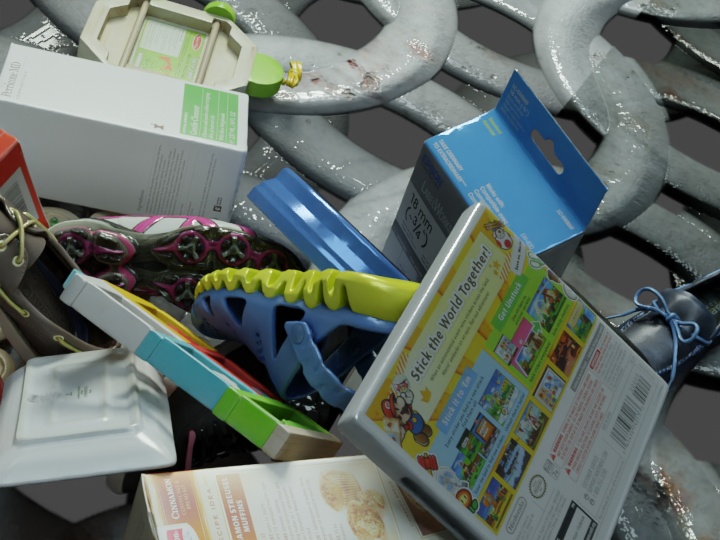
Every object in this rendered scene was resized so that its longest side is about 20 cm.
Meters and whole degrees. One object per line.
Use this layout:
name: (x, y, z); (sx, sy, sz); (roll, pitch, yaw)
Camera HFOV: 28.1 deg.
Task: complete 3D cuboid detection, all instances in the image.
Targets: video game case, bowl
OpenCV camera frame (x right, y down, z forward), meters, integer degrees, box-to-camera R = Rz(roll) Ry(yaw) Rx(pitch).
video game case: (0.095, 0.082, 0.873); (0.182, 0.023, 0.200); (43, 48, -11)
bowl: (0.000, 0.000, 1.067); (0.039, 0.201, 0.201); (-46, 66, -1)

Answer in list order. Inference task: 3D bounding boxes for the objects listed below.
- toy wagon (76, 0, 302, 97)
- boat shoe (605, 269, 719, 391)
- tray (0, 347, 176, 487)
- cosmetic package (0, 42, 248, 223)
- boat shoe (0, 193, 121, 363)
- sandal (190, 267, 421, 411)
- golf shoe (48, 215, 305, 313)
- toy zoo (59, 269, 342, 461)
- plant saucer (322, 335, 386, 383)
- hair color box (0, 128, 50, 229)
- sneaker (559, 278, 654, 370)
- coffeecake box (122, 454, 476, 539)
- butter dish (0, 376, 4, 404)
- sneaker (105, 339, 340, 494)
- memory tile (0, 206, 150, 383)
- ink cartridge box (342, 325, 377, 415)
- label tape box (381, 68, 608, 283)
toy wagon: (-0.152, -0.192, 1.307); (0.199, 0.040, 0.156); (16, 42, -7)
boat shoe: (0.261, 0.040, 1.205); (0.084, 0.069, 0.200); (37, 44, 18)
tray: (-0.172, 0.083, 0.885); (0.107, 0.022, 0.200); (-7, 14, -9)
cosmetic package: (-0.196, -0.105, 1.156); (0.199, 0.085, 0.108); (11, 32, -13)
boat shoe: (-0.229, -0.008, 0.947); (0.059, 0.200, 0.072); (-9, 42, 27)
sandal: (-0.045, 0.044, 0.939); (0.079, 0.088, 0.199); (11, -6, -40)
golf shoe: (-0.138, -0.011, 1.061); (0.199, 0.073, 0.092); (7, 18, -4)
toy zoo: (-0.109, 0.057, 0.911); (0.200, 0.021, 0.131); (35, -1, 16)
plant saucer: (0.058, 0.118, 1.082); (0.200, 0.019, 0.070); (35, 44, 16)
hair color box: (-0.328, -0.087, 1.049); (0.199, 0.111, 0.064); (29, 63, 18)
sneaker: (0.143, 0.087, 1.038); (0.121, 0.200, 0.084); (-45, 56, 1)
coffeecake box: (-0.042, 0.186, 0.866); (0.199, 0.154, 0.073); (-2, 49, -24)
butter dish: (-0.344, 0.017, 0.923); (0.199, 0.148, 0.200); (-14, 52, -29)
sneaker: (-0.083, 0.108, 0.994); (0.099, 0.071, 0.200); (31, 38, 19)
memory tile: (-0.228, 0.023, 1.068); (0.152, 0.017, 0.201); (5, 44, -17)
ink cartridge box: (0.036, 0.129, 0.976); (0.039, 0.100, 0.200); (-34, 71, -11)
label tape box: (0.095, -0.033, 1.117); (0.063, 0.201, 0.145); (-8, 48, -29)
